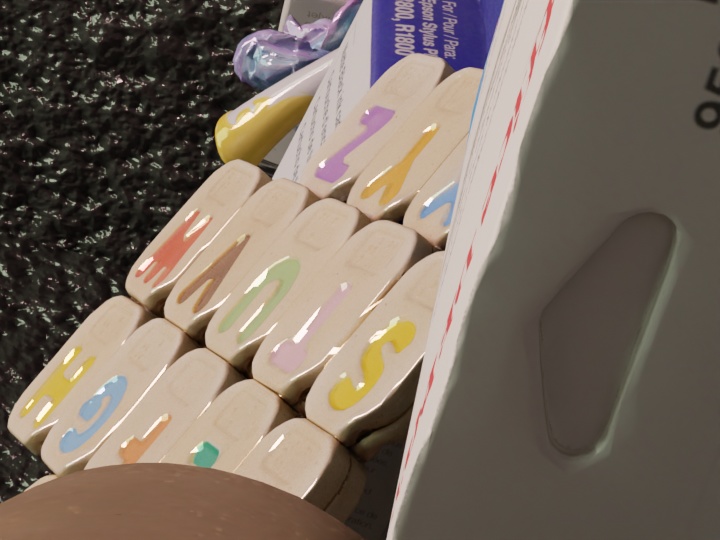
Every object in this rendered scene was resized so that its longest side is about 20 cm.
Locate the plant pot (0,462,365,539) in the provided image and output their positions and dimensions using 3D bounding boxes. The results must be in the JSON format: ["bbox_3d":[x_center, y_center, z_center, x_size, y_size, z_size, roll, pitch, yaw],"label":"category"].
[{"bbox_3d":[-0.050,0.118,0.426,0.175,0.200,0.201,-59,-14,-61],"label":"plant pot"}]

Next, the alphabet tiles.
[{"bbox_3d":[-0.032,0.023,0.631,0.196,0.015,0.200,-50,21,-5],"label":"alphabet tiles"}]

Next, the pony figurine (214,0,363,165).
[{"bbox_3d":[0.038,-0.083,0.943,0.200,0.166,0.194,-28,52,38],"label":"pony figurine"}]

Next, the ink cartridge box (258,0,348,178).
[{"bbox_3d":[0.031,-0.067,1.141,0.200,0.144,0.084,105,180,-53],"label":"ink cartridge box"}]

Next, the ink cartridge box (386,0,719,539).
[{"bbox_3d":[0.066,-0.032,0.456,0.200,0.084,0.145,-75,1,-59],"label":"ink cartridge box"}]

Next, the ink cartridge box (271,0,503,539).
[{"bbox_3d":[0.000,0.000,0.721,0.200,0.040,0.200,-61,14,26],"label":"ink cartridge box"}]
